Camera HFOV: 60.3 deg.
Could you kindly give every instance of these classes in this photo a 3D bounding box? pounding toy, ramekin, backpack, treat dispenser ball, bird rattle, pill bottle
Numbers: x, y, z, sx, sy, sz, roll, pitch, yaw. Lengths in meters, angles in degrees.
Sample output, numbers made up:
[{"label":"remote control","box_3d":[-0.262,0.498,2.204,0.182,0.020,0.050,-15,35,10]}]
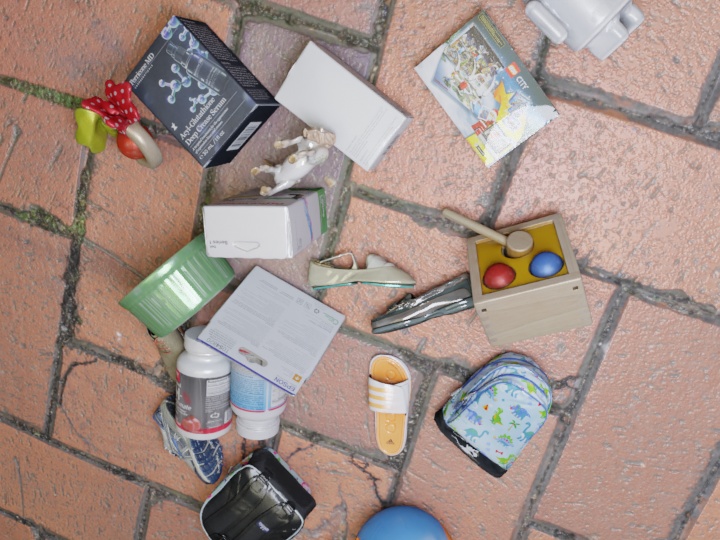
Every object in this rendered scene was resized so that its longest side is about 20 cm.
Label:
[{"label":"pounding toy","box_3d":[0.239,-0.011,0.977,0.183,0.201,0.142,-15,129,17]},{"label":"ramekin","box_3d":[-0.321,0.028,1.113,0.200,0.200,0.098,-36,101,20]},{"label":"backpack","box_3d":[0.242,0.240,1.067,0.163,0.154,0.200,41,97,8]},{"label":"backpack","box_3d":[-0.206,0.465,1.219,0.178,0.151,0.200,45,103,2]},{"label":"treat dispenser ball","box_3d":[0.080,0.541,1.141,0.200,0.201,0.202,3,105,13]},{"label":"bird rattle","box_3d":[-0.406,-0.250,1.083,0.200,0.113,0.163,2,140,50]},{"label":"pill bottle","box_3d":[-0.191,0.210,1.171,0.108,0.109,0.201,8,106,12]},{"label":"pill bottle","box_3d":[-0.300,0.213,1.198,0.110,0.111,0.201,9,106,11]}]

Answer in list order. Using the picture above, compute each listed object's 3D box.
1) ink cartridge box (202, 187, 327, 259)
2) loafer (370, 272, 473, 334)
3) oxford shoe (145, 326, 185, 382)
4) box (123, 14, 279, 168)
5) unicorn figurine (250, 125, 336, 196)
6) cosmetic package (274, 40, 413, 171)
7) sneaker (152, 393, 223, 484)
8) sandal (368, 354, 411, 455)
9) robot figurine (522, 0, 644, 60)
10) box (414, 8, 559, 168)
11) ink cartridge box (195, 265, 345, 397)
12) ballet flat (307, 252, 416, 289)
[{"label":"ink cartridge box","box_3d":[-0.152,-0.084,1.035,0.144,0.200,0.084,1,106,13]},{"label":"loafer","box_3d":[0.109,0.059,1.088,0.199,0.072,0.063,-17,80,11]},{"label":"oxford shoe","box_3d":[-0.386,0.138,1.217,0.070,0.075,0.201,-12,101,17]},{"label":"box","box_3d":[-0.267,-0.301,1.056,0.200,0.107,0.148,46,111,-1]},{"label":"unicorn figurine","box_3d":[-0.116,-0.171,1.009,0.199,0.137,0.074,-15,96,32]},{"label":"cosmetic package","box_3d":[-0.027,-0.269,1.020,0.200,0.081,0.113,41,110,2]},{"label":"sneaker","box_3d":[-0.357,0.353,1.277,0.085,0.077,0.201,-32,88,29]},{"label":"sandal","box_3d":[0.055,0.259,1.149,0.079,0.059,0.208,-1,104,14]},{"label":"robot figurine","box_3d":[0.307,-0.398,0.885,0.200,0.113,0.170,43,71,-1]},{"label":"box","box_3d":[0.199,-0.284,0.981,0.136,0.038,0.200,-36,94,20]},{"label":"ink cartridge box","box_3d":[-0.155,0.109,1.093,0.199,0.200,0.041,30,138,5]},{"label":"ballet flat","box_3d":[0.000,0.000,1.095,0.199,0.069,0.070,-1,104,14]}]
